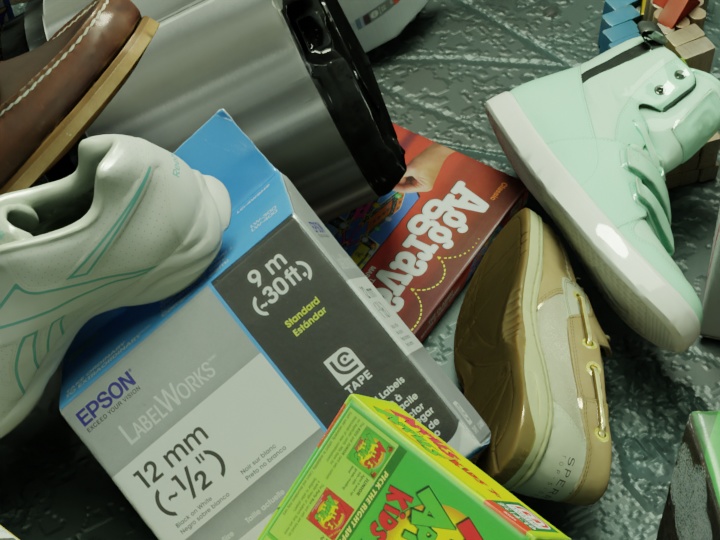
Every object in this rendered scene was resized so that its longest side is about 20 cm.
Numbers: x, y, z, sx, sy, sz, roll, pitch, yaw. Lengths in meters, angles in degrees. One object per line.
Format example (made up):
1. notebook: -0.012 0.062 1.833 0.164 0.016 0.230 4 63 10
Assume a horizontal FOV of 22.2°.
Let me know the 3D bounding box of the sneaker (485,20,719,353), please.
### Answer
1. sneaker: 0.156 -0.053 0.963 0.118 0.074 0.201 -29 48 0

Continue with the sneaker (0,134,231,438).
1. sneaker: -0.155 0.008 0.821 0.200 0.080 0.070 -40 48 11

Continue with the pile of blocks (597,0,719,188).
1. pile of blocks: 0.173 -0.136 1.091 0.082 0.062 0.200 5 49 2

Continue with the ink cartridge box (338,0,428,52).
1. ink cartridge box: 0.018 -0.207 1.056 0.200 0.162 0.050 -26 54 -2

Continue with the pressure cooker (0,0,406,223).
1. pressure cooker: -0.096 -0.085 0.954 0.200 0.179 0.176 -25 13 5

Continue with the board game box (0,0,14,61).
1. board game box: -0.260 -0.076 0.948 0.034 0.135 0.200 39 75 10

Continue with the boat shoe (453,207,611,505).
1. boat shoe: 0.092 0.046 0.934 0.066 0.074 0.200 27 36 -15

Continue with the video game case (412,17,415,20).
1. video game case: -0.033 -0.249 1.208 0.182 0.024 0.200 10 51 7

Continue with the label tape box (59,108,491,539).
1. label tape box: -0.058 0.045 0.841 0.143 0.066 0.200 -40 87 8

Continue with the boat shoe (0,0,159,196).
1. boat shoe: -0.175 -0.059 0.841 0.070 0.200 0.070 41 21 -11

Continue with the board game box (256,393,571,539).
1. board game box: -0.012 0.164 0.767 0.102 0.048 0.200 36 98 25

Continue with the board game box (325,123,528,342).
1. board game box: 0.000 0.000 1.000 0.103 0.019 0.200 26 54 18

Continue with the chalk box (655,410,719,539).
1. chalk box: 0.214 0.170 0.794 0.124 0.125 0.200 -5 51 -5

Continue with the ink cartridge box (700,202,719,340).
1. ink cartridge box: 0.272 -0.065 0.978 0.144 0.145 0.200 11 50 8

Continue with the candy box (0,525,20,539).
1. candy box: -0.129 0.199 0.758 0.200 0.055 0.116 30 99 25

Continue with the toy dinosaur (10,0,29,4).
1. toy dinosaur: -0.180 -0.207 1.079 0.135 0.200 0.086 36 20 -18
